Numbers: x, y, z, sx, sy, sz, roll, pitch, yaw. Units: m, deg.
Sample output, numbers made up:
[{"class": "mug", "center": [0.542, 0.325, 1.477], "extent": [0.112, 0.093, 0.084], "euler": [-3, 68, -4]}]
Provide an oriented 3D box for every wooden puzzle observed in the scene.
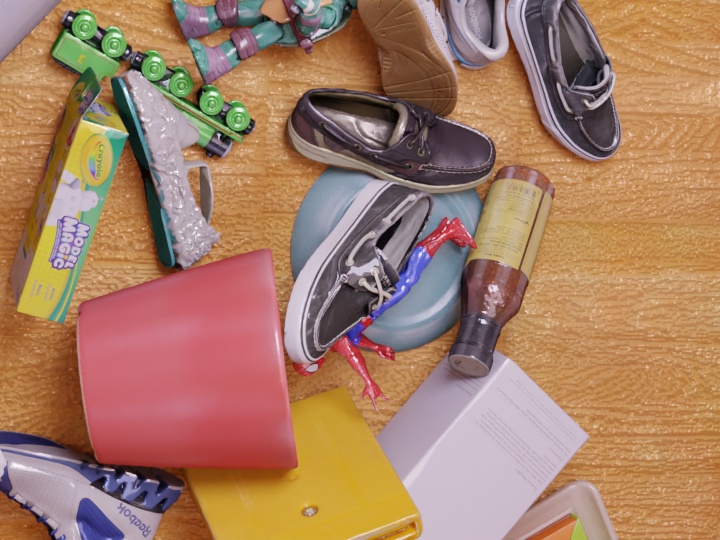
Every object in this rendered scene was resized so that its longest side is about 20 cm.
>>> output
[{"class": "wooden puzzle", "center": [0.179, 0.332, 1.762], "extent": [0.199, 0.037, 0.186], "euler": [-26, 105, -11]}]

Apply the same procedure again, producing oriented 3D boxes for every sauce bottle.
[{"class": "sauce bottle", "center": [0.126, 0.000, 1.643], "extent": [0.066, 0.066, 0.201], "euler": [31, 63, -18]}]

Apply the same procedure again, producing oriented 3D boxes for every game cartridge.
[{"class": "game cartridge", "center": [-0.059, 0.196, 1.593], "extent": [0.175, 0.200, 0.033], "euler": [-18, 125, -12]}]

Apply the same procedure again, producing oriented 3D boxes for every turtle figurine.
[{"class": "turtle figurine", "center": [-0.062, -0.238, 1.564], "extent": [0.198, 0.150, 0.101], "euler": [-24, 122, -3]}]

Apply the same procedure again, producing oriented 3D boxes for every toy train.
[{"class": "toy train", "center": [-0.185, -0.164, 1.582], "extent": [0.199, 0.042, 0.057], "euler": [31, 99, -18]}]

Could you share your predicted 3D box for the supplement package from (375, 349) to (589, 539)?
[{"class": "supplement package", "center": [0.092, 0.181, 1.670], "extent": [0.121, 0.120, 0.200], "euler": [44, 85, -20]}]

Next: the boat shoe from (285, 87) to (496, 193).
[{"class": "boat shoe", "center": [0.032, -0.121, 1.617], "extent": [0.198, 0.065, 0.074], "euler": [8, 65, -10]}]

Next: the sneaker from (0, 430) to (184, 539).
[{"class": "sneaker", "center": [-0.265, 0.220, 1.595], "extent": [0.198, 0.080, 0.116], "euler": [17, 91, -19]}]

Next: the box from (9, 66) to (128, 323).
[{"class": "box", "center": [-0.248, -0.069, 1.524], "extent": [0.048, 0.117, 0.202], "euler": [15, 103, -18]}]

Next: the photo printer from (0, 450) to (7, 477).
[{"class": "photo printer", "center": [-0.396, 0.101, 1.497], "extent": [0.069, 0.166, 0.201], "euler": [-38, 108, -28]}]

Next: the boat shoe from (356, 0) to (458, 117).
[{"class": "boat shoe", "center": [0.047, -0.213, 1.594], "extent": [0.070, 0.201, 0.070], "euler": [-4, 58, 13]}]

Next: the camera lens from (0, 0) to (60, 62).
[{"class": "camera lens", "center": [-0.347, -0.235, 1.460], "extent": [0.200, 0.160, 0.160], "euler": [-46, 107, -5]}]

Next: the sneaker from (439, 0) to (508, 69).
[{"class": "sneaker", "center": [0.097, -0.282, 1.620], "extent": [0.074, 0.087, 0.202], "euler": [-23, 103, -10]}]

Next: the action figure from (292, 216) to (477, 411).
[{"class": "action figure", "center": [0.032, 0.049, 1.623], "extent": [0.199, 0.065, 0.099], "euler": [-36, 96, -8]}]

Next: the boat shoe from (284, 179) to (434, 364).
[{"class": "boat shoe", "center": [0.000, 0.000, 1.565], "extent": [0.201, 0.063, 0.071], "euler": [-59, 143, -27]}]

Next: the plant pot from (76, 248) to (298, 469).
[{"class": "plant pot", "center": [-0.152, 0.087, 1.558], "extent": [0.175, 0.200, 0.203], "euler": [-7, 100, -3]}]

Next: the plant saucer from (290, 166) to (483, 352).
[{"class": "plant saucer", "center": [0.034, -0.019, 1.668], "extent": [0.198, 0.036, 0.202], "euler": [-2, 98, -16]}]

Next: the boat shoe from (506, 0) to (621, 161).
[{"class": "boat shoe", "center": [0.201, -0.176, 1.652], "extent": [0.072, 0.071, 0.201], "euler": [-47, 126, -16]}]

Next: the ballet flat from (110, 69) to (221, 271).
[{"class": "ballet flat", "center": [-0.168, -0.096, 1.572], "extent": [0.071, 0.072, 0.202], "euler": [-19, 123, -12]}]
